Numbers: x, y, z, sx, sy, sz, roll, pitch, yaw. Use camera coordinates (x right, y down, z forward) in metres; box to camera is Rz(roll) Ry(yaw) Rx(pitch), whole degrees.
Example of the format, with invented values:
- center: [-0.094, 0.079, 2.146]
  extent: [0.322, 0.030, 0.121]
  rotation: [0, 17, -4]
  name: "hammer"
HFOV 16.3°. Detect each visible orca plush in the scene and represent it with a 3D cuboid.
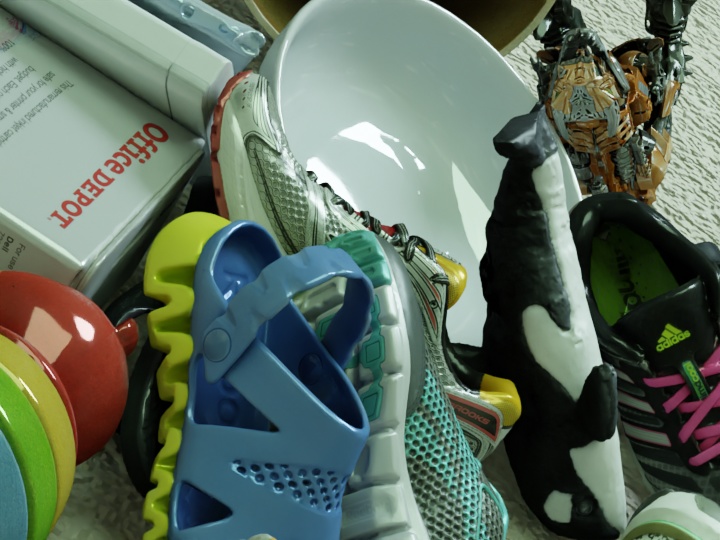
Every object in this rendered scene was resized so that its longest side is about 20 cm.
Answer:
- center: [0.068, 0.032, 1.118]
  extent: [0.071, 0.201, 0.105]
  rotation: [-13, 29, -6]
  name: "orca plush"

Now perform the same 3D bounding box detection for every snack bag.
- center: [-0.135, -0.138, 1.184]
  extent: [0.188, 0.022, 0.200]
  rotation: [31, -9, -4]
  name: "snack bag"

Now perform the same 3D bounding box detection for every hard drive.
- center: [-0.145, -0.111, 1.146]
  extent: [0.199, 0.132, 0.027]
  rotation: [31, 74, 10]
  name: "hard drive"

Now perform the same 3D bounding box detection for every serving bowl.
- center: [0.018, -0.036, 1.216]
  extent: [0.199, 0.066, 0.201]
  rotation: [25, 50, -33]
  name: "serving bowl"

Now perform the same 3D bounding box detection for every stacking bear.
- center: [-0.153, 0.062, 0.911]
  extent: [0.114, 0.121, 0.200]
  rotation: [52, 32, -2]
  name: "stacking bear"

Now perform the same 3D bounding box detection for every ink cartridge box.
- center: [-0.185, -0.052, 1.067]
  extent: [0.199, 0.084, 0.145]
  rotation: [33, 30, 2]
  name: "ink cartridge box"

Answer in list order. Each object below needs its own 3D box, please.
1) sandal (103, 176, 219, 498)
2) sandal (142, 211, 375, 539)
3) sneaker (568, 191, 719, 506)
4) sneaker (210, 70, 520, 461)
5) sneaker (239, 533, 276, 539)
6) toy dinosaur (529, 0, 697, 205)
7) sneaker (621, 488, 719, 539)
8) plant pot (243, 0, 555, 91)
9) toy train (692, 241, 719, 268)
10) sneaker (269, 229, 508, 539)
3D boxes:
- center: [-0.083, 0.032, 1.069]
  extent: [0.048, 0.076, 0.201]
  rotation: [-5, 30, 11]
  name: "sandal"
- center: [-0.033, 0.069, 0.966]
  extent: [0.079, 0.087, 0.202]
  rotation: [8, 73, -53]
  name: "sandal"
- center: [0.146, 0.045, 1.153]
  extent: [0.201, 0.073, 0.088]
  rotation: [61, -2, 18]
  name: "sneaker"
- center: [0.000, 0.000, 1.088]
  extent: [0.201, 0.082, 0.078]
  rotation: [59, 8, -10]
  name: "sneaker"
- center: [-0.048, 0.143, 0.849]
  extent: [0.077, 0.200, 0.078]
  rotation: [45, 73, -6]
  name: "sneaker"
- center: [0.129, -0.083, 1.346]
  extent: [0.101, 0.200, 0.137]
  rotation: [3, 69, -5]
  name: "toy dinosaur"
- center: [0.170, 0.186, 1.075]
  extent: [0.200, 0.077, 0.088]
  rotation: [40, 44, 23]
  name: "sneaker"
- center: [0.013, -0.196, 1.366]
  extent: [0.185, 0.187, 0.200]
  rotation: [27, 4, -7]
  name: "plant pot"
- center: [0.192, 0.067, 1.246]
  extent: [0.113, 0.086, 0.201]
  rotation: [-9, 51, -30]
  name: "toy train"
- center: [0.017, 0.084, 1.029]
  extent: [0.091, 0.077, 0.202]
  rotation: [9, 70, -51]
  name: "sneaker"
